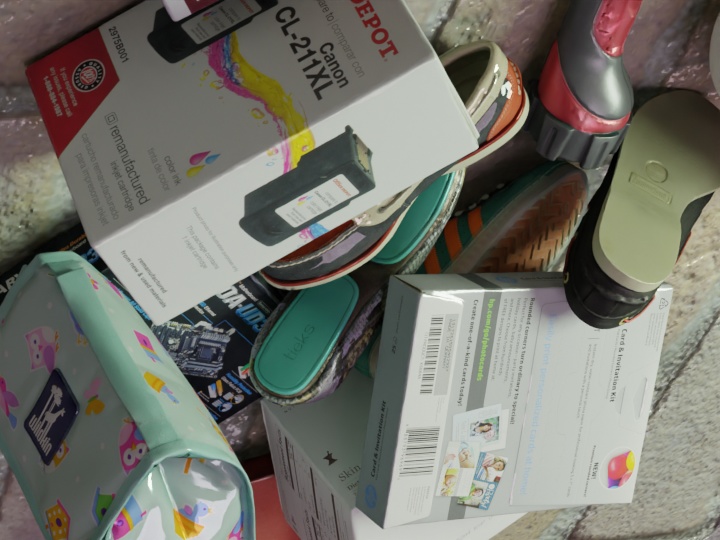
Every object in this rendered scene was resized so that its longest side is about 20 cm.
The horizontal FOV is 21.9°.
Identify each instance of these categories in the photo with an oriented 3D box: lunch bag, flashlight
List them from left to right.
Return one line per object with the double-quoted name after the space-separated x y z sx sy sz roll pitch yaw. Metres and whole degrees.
-0.140 0.105 1.070 0.122 0.171 0.200 -23 143 -16 "lunch bag"
0.156 -0.153 1.106 0.067 0.068 0.200 -4 139 -26 "flashlight"

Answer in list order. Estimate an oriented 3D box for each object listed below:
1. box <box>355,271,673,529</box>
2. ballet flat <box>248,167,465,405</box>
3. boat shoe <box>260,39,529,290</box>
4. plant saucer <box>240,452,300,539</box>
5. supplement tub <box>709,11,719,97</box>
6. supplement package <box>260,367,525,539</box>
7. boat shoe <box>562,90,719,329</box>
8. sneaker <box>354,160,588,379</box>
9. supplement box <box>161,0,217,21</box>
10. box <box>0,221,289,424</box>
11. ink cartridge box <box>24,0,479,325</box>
0.100 0.079 1.188 0.199 0.041 0.157 -1 108 -30 "box"
0.000 0.000 1.170 0.201 0.072 0.072 -55 142 -6 "ballet flat"
0.012 -0.065 1.118 0.200 0.071 0.063 -36 154 5 "boat shoe"
-0.116 0.212 1.406 0.199 0.037 0.200 -16 142 -16 "plant saucer"
0.325 -0.114 1.192 0.145 0.145 0.200 -42 141 20 "supplement tub"
0.048 0.117 1.293 0.200 0.111 0.156 -32 146 -19 "supplement package"
0.183 -0.044 1.190 0.074 0.202 0.063 33 138 -1 "boat shoe"
0.062 -0.010 1.228 0.200 0.080 0.071 -43 140 -13 "sneaker"
-0.031 -0.218 0.918 0.199 0.061 0.109 -26 144 0 "supplement box"
-0.131 0.037 1.177 0.159 0.046 0.200 -33 143 8 "box"
-0.059 -0.088 0.987 0.199 0.146 0.083 -29 141 3 "ink cartridge box"
